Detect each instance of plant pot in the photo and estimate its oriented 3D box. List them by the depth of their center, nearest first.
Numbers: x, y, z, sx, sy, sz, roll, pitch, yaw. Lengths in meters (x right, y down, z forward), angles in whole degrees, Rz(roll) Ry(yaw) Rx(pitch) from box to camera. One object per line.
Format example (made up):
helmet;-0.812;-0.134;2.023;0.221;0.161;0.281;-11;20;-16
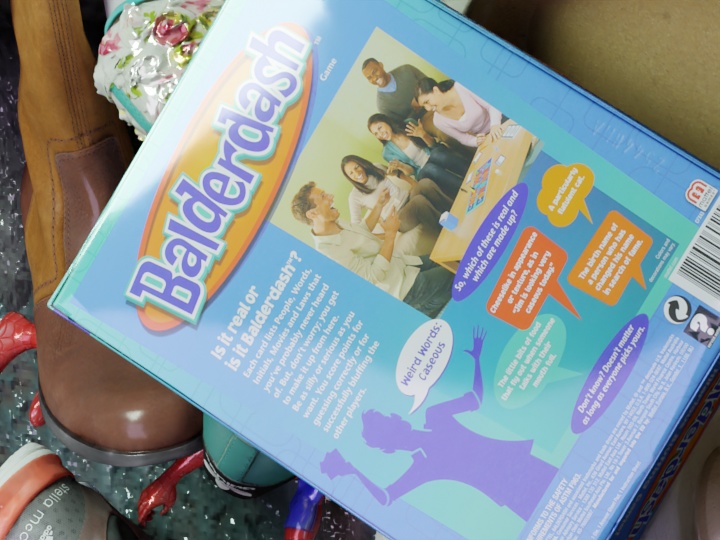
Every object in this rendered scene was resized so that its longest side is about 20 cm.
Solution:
plant pot;0.118;-0.032;0.915;0.199;0.028;0.201;28;145;22

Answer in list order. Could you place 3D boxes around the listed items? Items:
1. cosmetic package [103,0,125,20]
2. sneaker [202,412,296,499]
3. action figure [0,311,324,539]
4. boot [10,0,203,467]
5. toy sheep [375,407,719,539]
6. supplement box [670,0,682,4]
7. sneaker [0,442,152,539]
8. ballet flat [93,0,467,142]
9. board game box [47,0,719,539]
cosmetic package;-0.051;-0.188;1.050;0.085;0.107;0.201;-178;75;-69
sneaker;0.000;0.000;1.029;0.071;0.200;0.080;37;145;3
action figure;-0.077;0.082;1.162;0.199;0.065;0.100;8;67;36
boot;-0.100;-0.047;1.097;0.189;0.068;0.201;-104;10;-56
toy sheep;0.070;0.090;0.965;0.199;0.138;0.139;-9;96;36
supplement box;0.057;-0.174;0.942;0.200;0.101;0.104;36;153;15
sneaker;-0.110;0.132;1.155;0.082;0.200;0.077;33;82;12
ballet flat;0.005;-0.080;0.998;0.076;0.199;0.064;98;151;-59
board game box;0.021;0.000;0.900;0.199;0.045;0.153;33;96;18
